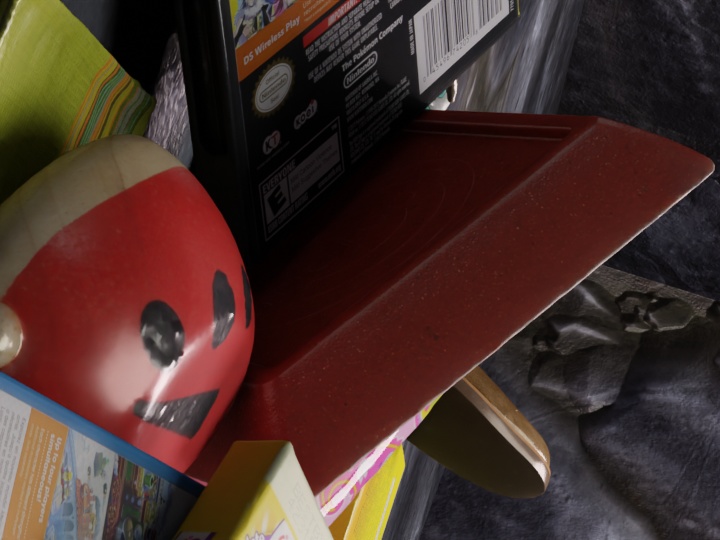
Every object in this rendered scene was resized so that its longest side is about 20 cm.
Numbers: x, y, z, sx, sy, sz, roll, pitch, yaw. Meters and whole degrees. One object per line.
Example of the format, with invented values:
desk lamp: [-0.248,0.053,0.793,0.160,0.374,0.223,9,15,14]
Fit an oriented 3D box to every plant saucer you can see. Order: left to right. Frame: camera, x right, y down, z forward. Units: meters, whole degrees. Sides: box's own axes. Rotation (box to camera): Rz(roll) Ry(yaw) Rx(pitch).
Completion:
plant saucer: [0.000,0.000,0.984,0.199,0.037,0.200,-38,-160,-19]

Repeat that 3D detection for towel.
towel: [-0.099,-0.037,0.850,0.200,0.018,0.086,55,51,-82]

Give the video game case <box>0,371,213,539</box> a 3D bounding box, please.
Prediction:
video game case: [-0.102,0.101,0.706,0.200,0.018,0.144,37,59,-54]

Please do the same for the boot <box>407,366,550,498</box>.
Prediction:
boot: [0.026,0.024,1.271,0.076,0.200,0.074,-52,-167,-33]

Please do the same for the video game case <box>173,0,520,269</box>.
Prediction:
video game case: [-0.003,-0.128,0.986,0.200,0.025,0.181,-44,140,-43]

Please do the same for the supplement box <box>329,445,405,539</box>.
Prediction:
supplement box: [-0.048,0.112,1.277,0.200,0.108,0.110,78,30,-76]

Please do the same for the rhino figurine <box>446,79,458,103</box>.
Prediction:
rhino figurine: [-0.006,-0.096,1.085,0.200,0.060,0.088,25,84,-61]

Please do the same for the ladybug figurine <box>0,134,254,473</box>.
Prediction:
ladybug figurine: [-0.083,0.028,0.838,0.136,0.072,0.200,-62,171,5]

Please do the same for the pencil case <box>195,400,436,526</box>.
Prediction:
pencil case: [-0.036,0.067,1.120,0.200,0.087,0.088,-44,160,-27]

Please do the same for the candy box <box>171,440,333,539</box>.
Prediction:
candy box: [-0.051,0.151,0.748,0.200,0.026,0.102,-57,133,-43]

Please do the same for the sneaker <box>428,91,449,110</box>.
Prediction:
sneaker: [-0.013,-0.053,1.379,0.200,0.077,0.091,-61,-179,-37]
